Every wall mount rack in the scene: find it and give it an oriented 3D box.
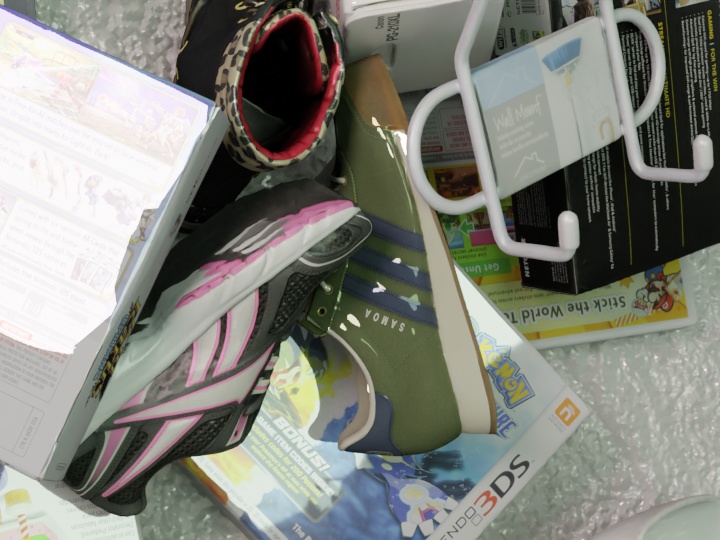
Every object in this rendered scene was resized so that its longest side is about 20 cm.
[{"bbox_3d":[0.107,-0.108,0.875,0.199,0.074,0.175,-28,112,-38],"label":"wall mount rack"}]

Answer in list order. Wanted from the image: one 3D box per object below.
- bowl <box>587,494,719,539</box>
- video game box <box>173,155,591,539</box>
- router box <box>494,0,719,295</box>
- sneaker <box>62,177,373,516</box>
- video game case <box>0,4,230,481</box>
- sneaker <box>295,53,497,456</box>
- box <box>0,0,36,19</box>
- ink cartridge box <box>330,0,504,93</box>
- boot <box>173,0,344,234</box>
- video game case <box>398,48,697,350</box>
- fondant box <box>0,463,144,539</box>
[{"bbox_3d":[0.160,0.230,0.969,0.199,0.074,0.202,0,79,-63],"label":"bowl"},{"bbox_3d":[-0.003,0.071,0.956,0.200,0.047,0.182,46,76,-11],"label":"video game box"},{"bbox_3d":[0.147,-0.101,0.996,0.148,0.051,0.202,-17,107,-35],"label":"router box"},{"bbox_3d":[-0.071,0.039,0.860,0.200,0.080,0.086,-37,114,4],"label":"sneaker"},{"bbox_3d":[-0.186,-0.030,0.803,0.199,0.045,0.182,25,87,7],"label":"video game case"},{"bbox_3d":[0.000,0.000,0.895,0.089,0.067,0.202,-18,96,-2],"label":"sneaker"},{"bbox_3d":[-0.247,-0.189,0.888,0.157,0.051,0.202,-4,85,-31],"label":"box"},{"bbox_3d":[0.019,-0.208,0.936,0.084,0.145,0.202,-7,78,-2],"label":"ink cartridge box"},{"bbox_3d":[-0.045,-0.125,0.919,0.073,0.154,0.205,22,74,-19],"label":"boot"},{"bbox_3d":[0.098,-0.045,1.044,0.199,0.023,0.183,-7,86,-25],"label":"video game case"},{"bbox_3d":[-0.189,0.096,0.878,0.143,0.058,0.202,-8,85,-25],"label":"fondant box"}]
